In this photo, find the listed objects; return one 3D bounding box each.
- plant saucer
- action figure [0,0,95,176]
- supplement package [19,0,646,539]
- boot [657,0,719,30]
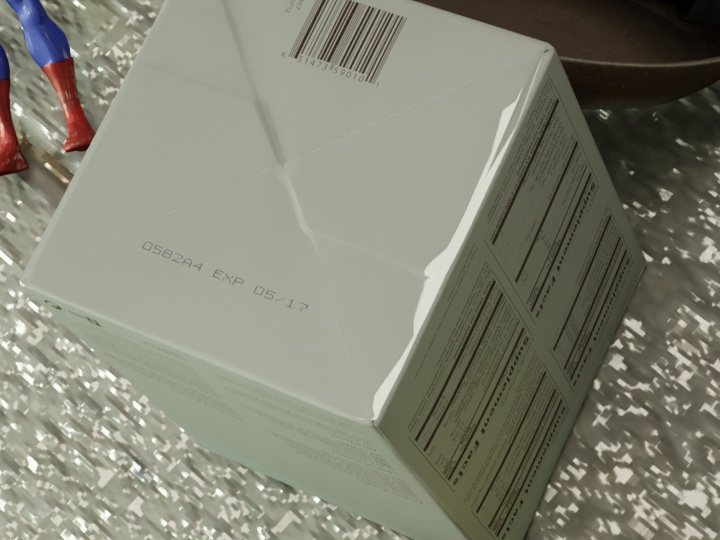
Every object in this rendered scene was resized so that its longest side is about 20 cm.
[{"bbox_3d":[0.068,-0.110,0.927,0.199,0.200,0.032,22,118,24],"label":"plant saucer"},{"bbox_3d":[-0.173,-0.146,1.022,0.065,0.052,0.201,-17,91,15],"label":"action figure"},{"bbox_3d":[0.000,0.000,0.868,0.151,0.200,0.151,20,76,24],"label":"supplement package"},{"bbox_3d":[0.075,-0.162,0.905,0.157,0.211,0.080,14,104,-9],"label":"boot"}]
